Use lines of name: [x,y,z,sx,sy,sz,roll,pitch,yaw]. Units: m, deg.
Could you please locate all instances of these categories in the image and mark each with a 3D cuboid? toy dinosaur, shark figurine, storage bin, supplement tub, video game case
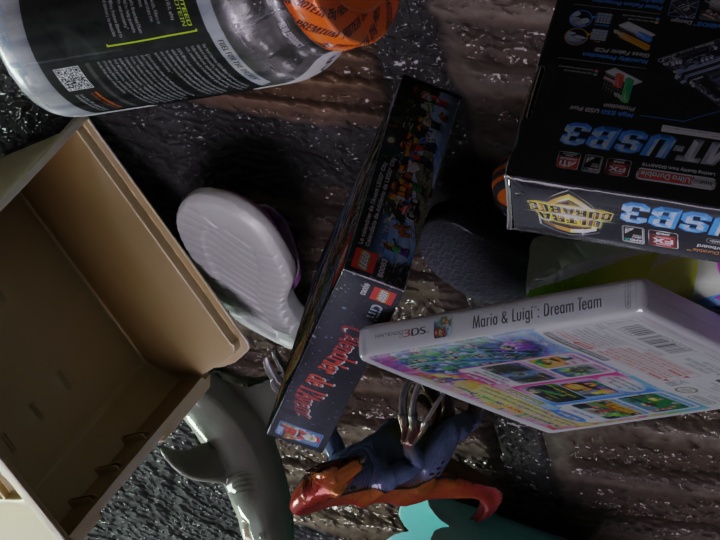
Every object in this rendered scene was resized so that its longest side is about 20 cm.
toy dinosaur: [0.026,0.124,1.776,0.105,0.182,0.200,-9,117,42]
shark figurine: [-0.095,0.083,1.896,0.089,0.128,0.215,-34,105,22]
storage bin: [-0.191,0.050,1.710,0.094,0.200,0.199,-16,116,45]
supplement tub: [-0.086,-0.151,1.483,0.199,0.123,0.123,-6,140,33]
video game case: [0.129,0.050,1.578,0.182,0.024,0.200,-10,160,34]

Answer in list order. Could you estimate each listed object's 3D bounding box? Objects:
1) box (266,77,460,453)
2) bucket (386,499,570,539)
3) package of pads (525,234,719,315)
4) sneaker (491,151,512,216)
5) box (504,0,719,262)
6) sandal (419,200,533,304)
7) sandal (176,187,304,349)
box: [0.000,0.000,1.650,0.038,0.137,0.200,20,146,-4]
bucket: [0.081,0.262,1.941,0.134,0.208,0.207,14,148,-10]
package of pads: [0.212,0.003,1.576,0.154,0.068,0.200,16,157,-40]
sneaker: [0.135,-0.098,1.513,0.200,0.078,0.112,-23,126,31]
box: [0.187,-0.092,1.369,0.199,0.199,0.050,8,145,14]
sandal: [0.117,0.002,1.694,0.200,0.043,0.076,25,155,-28]
sandal: [-0.065,-0.014,1.747,0.082,0.050,0.203,27,162,13]
